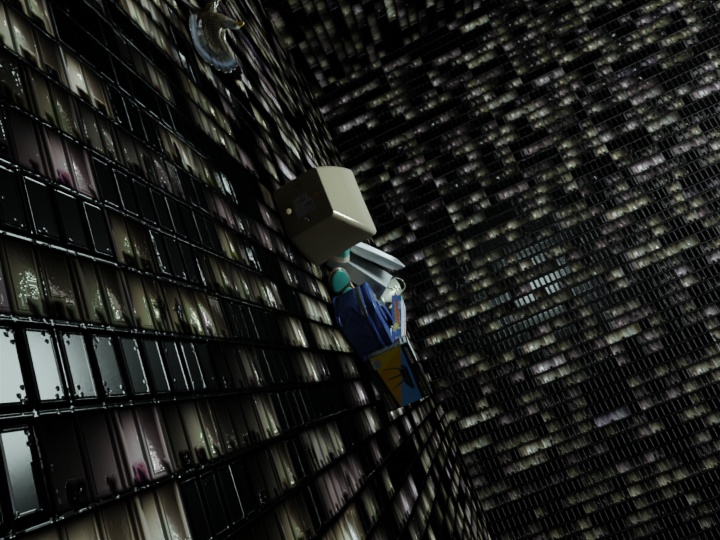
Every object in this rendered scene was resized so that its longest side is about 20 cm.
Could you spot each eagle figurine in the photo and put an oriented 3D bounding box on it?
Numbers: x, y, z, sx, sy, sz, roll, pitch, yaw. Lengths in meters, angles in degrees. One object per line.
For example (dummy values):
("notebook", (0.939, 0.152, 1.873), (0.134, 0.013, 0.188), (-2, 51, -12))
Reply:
("eagle figurine", (-0.343, -0.565, 1.238), (0.151, 0.150, 0.202), (-10, 110, -43))

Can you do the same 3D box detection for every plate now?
("plate", (0.036, -0.054, 1.688), (0.198, 0.033, 0.200), (24, 7, -8))

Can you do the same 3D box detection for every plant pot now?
("plant pot", (-0.108, -0.154, 1.333), (0.177, 0.198, 0.202), (17, 48, -66))

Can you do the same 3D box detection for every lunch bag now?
("lunch bag", (0.020, 0.145, 1.490), (0.136, 0.131, 0.201), (-105, 168, -52))

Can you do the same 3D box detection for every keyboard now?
("keyboard", (0.025, -0.025, 1.811), (0.199, 0.021, 0.127), (26, -17, 38))

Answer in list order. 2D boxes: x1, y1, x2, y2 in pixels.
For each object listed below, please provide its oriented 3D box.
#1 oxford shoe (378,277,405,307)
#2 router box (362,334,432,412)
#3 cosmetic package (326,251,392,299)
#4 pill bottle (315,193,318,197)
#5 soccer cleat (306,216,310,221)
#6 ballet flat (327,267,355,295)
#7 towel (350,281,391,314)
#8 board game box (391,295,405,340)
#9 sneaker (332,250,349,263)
("oxford shoe", (0.106, 0.069, 1.774), (0.076, 0.057, 0.200), (60, 25, -3))
("router box", (0.112, 0.311, 1.565), (0.051, 0.148, 0.201), (-98, 162, -68))
("cosmetic package", (0.000, 0.000, 1.667), (0.199, 0.052, 0.151), (33, 19, 2))
("pill bottle", (-0.091, -0.212, 1.644), (0.199, 0.110, 0.109), (32, -10, 28))
("soccer cleat", (-0.131, -0.123, 1.556), (0.074, 0.067, 0.201), (87, -12, -49))
("ballet flat", (-0.063, 0.036, 1.556), (0.067, 0.068, 0.201), (48, -10, 33))
("towel", (0.028, 0.115, 1.739), (0.201, 0.085, 0.166), (57, 22, -1))
("board game box", (0.126, 0.197, 1.705), (0.136, 0.034, 0.202), (63, 26, -67))
("sneaker", (-0.079, -0.106, 1.597), (0.200, 0.071, 0.081), (51, -41, 48))
